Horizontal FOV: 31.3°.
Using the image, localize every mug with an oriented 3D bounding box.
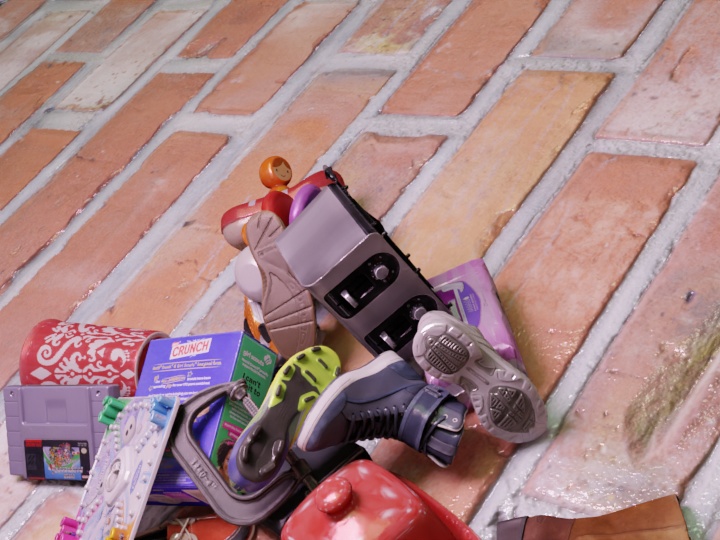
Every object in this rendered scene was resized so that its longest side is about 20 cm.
[{"bbox_3d":[-0.366,0.160,1.829,0.197,0.180,0.133,0,2,27],"label":"mug"}]

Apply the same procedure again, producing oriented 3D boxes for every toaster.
[{"bbox_3d":[0.000,0.000,1.589,0.118,0.181,0.200,-41,33,3],"label":"toaster"}]

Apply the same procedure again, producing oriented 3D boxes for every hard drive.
[{"bbox_3d":[-0.090,0.242,1.561,0.139,0.033,0.199,-42,28,-19],"label":"hard drive"}]

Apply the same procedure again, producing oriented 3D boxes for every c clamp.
[{"bbox_3d":[-0.122,0.203,1.490,0.171,0.027,0.200,-43,71,-12],"label":"c clamp"}]

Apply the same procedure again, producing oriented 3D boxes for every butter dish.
[{"bbox_3d":[-0.005,0.282,1.381,0.199,0.149,0.199,-39,36,-17],"label":"butter dish"}]

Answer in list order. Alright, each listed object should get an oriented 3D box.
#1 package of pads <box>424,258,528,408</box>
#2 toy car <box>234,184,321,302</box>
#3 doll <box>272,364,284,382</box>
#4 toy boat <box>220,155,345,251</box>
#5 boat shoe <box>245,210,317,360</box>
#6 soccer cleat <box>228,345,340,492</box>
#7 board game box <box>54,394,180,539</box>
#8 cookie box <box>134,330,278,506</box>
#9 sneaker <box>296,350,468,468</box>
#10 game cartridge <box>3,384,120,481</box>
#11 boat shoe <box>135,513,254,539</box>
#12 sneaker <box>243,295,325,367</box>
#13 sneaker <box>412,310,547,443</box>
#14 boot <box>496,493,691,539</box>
[{"bbox_3d":[0.129,0.083,1.605,0.119,0.076,0.201,-23,35,7],"label":"package of pads"},{"bbox_3d":[-0.079,-0.044,1.798,0.197,0.152,0.175,-4,10,26],"label":"toy car"},{"bbox_3d":[-0.121,0.158,1.681,0.198,0.049,0.136,-29,3,4],"label":"doll"},{"bbox_3d":[-0.119,-0.111,1.943,0.197,0.130,0.133,-17,74,14],"label":"toy boat"},{"bbox_3d":[-0.097,0.021,1.682,0.071,0.065,0.203,-20,80,11],"label":"boat shoe"},{"bbox_3d":[-0.090,0.165,1.452,0.201,0.064,0.084,-56,3,-35],"label":"soccer cleat"},{"bbox_3d":[-0.297,0.245,1.545,0.199,0.026,0.202,-10,59,58],"label":"board game box"},{"bbox_3d":[-0.207,0.185,1.595,0.169,0.075,0.202,-7,59,38],"label":"cookie box"},{"bbox_3d":[0.034,0.175,1.441,0.146,0.078,0.202,36,39,22],"label":"sneaker"},{"bbox_3d":[-0.408,0.222,1.756,0.198,0.132,0.038,-4,-3,31],"label":"game cartridge"},{"bbox_3d":[-0.225,0.331,1.542,0.198,0.063,0.072,-21,33,7],"label":"boat shoe"},{"bbox_3d":[-0.107,0.084,1.782,0.091,0.077,0.200,-3,18,-19],"label":"sneaker"},{"bbox_3d":[0.142,0.112,1.471,0.078,0.200,0.100,-40,16,17],"label":"sneaker"},{"bbox_3d":[0.237,0.314,1.275,0.197,0.069,0.189,-9,31,12],"label":"boot"}]
